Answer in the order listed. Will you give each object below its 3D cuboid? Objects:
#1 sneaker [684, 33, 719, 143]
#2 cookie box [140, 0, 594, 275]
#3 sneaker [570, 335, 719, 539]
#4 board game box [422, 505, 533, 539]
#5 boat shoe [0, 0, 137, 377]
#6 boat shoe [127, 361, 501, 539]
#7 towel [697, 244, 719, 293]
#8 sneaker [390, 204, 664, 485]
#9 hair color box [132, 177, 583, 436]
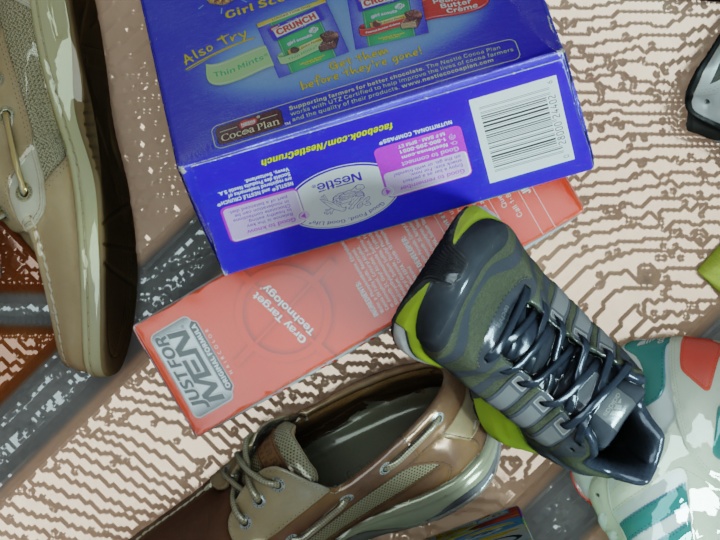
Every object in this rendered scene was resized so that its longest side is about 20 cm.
[{"bbox_3d":[0.212,-0.044,1.282,0.115,0.076,0.201,-3,91,22],"label":"sneaker"},{"bbox_3d":[-0.006,-0.111,1.227,0.171,0.075,0.200,-16,46,2],"label":"cookie box"},{"bbox_3d":[0.141,0.125,1.294,0.093,0.070,0.200,12,92,19],"label":"sneaker"},{"bbox_3d":[0.045,0.176,1.220,0.103,0.200,0.105,-21,90,1],"label":"board game box"},{"bbox_3d":[-0.147,-0.046,1.292,0.064,0.071,0.200,-9,82,7],"label":"boat shoe"},{"bbox_3d":[-0.034,0.099,1.274,0.200,0.072,0.076,-29,46,-6],"label":"boat shoe"},{"bbox_3d":[0.257,-0.044,1.310,0.086,0.018,0.200,44,92,6],"label":"towel"},{"bbox_3d":[0.080,0.036,1.197,0.081,0.200,0.074,28,82,32],"label":"sneaker"},{"bbox_3d":[0.000,0.000,1.270,0.200,0.102,0.061,-31,89,0],"label":"hair color box"}]
